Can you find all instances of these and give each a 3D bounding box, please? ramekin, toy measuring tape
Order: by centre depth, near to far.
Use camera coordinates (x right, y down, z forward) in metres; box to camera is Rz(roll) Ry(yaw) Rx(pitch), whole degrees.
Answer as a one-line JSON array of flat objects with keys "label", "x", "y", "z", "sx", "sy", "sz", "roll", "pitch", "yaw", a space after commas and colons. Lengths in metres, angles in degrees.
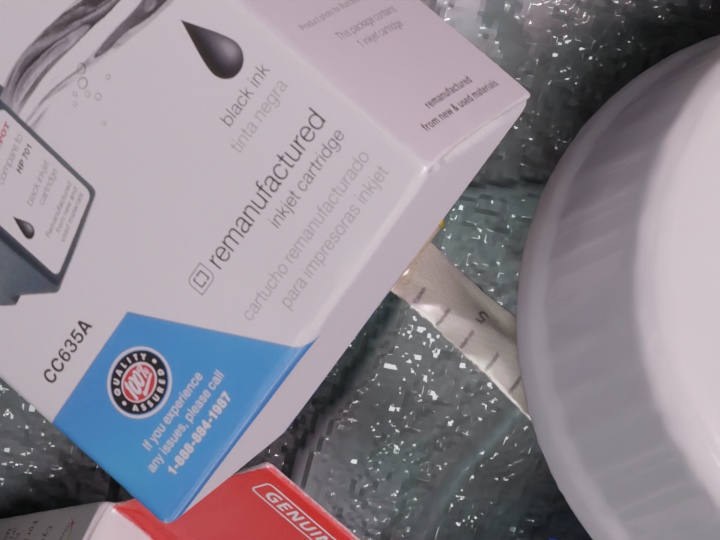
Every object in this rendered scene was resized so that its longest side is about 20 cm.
[{"label": "ramekin", "x": 0.153, "y": 0.013, "z": 0.829, "sx": 0.199, "sy": 0.098, "sz": 0.201, "roll": 2, "pitch": 80, "yaw": -10}, {"label": "toy measuring tape", "x": 0.000, "y": 0.000, "z": 0.887, "sx": 0.200, "sy": 0.074, "sz": 0.074, "roll": 42, "pitch": 116, "yaw": -3}]

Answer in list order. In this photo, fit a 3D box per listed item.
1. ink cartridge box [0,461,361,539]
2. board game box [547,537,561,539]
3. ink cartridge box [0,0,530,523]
[{"label": "ink cartridge box", "x": -0.027, "y": 0.151, "z": 0.971, "sx": 0.200, "sy": 0.045, "sz": 0.176, "roll": 42, "pitch": 146, "yaw": -25}, {"label": "board game box", "x": 0.152, "y": 0.175, "z": 0.959, "sx": 0.199, "sy": 0.045, "sz": 0.152, "roll": 19, "pitch": 150, "yaw": 18}, {"label": "ink cartridge box", "x": -0.077, "y": -0.052, "z": 0.808, "sx": 0.200, "sy": 0.086, "sz": 0.147, "roll": 40, "pitch": 118, "yaw": 6}]
